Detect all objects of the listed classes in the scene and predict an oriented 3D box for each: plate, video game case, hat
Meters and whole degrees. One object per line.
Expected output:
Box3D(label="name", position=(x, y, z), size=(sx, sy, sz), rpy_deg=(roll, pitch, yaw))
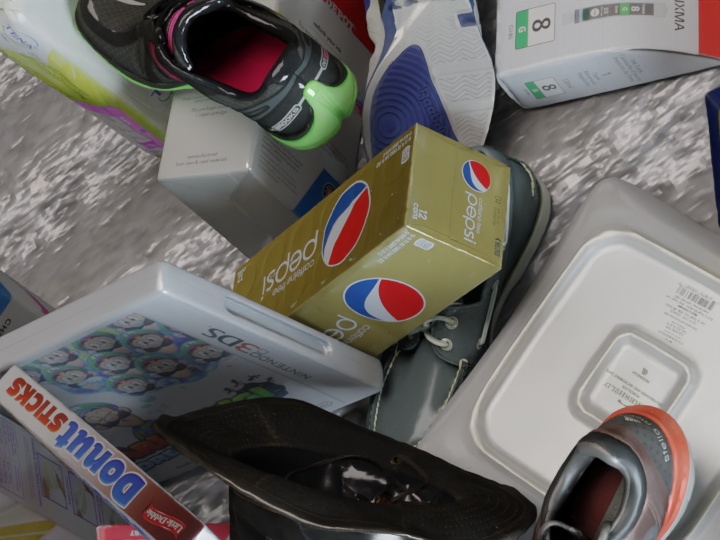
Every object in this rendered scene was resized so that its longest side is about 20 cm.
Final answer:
Box3D(label="plate", position=(0.148, 0.066, 1.237), size=(0.199, 0.032, 0.201), rpy_deg=(32, 83, 32))
Box3D(label="video game case", position=(-0.119, 0.065, 1.303), size=(0.199, 0.182, 0.024), rpy_deg=(-24, 57, 33))
Box3D(label="hat", position=(-0.015, 0.132, 1.192), size=(0.200, 0.200, 0.081), rpy_deg=(22, 105, 38))

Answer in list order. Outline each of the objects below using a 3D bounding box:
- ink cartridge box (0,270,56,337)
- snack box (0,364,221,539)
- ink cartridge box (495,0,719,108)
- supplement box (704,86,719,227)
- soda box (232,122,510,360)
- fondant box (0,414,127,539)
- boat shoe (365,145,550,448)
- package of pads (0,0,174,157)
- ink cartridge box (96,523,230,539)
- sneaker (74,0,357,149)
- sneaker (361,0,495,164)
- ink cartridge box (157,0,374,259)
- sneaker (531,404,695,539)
Box3D(label="ink cartridge box", position=(-0.237, 0.073, 1.385), size=(0.085, 0.200, 0.145), rpy_deg=(36, 87, 36))
Box3D(label="snack box", position=(-0.117, 0.112, 1.188), size=(0.024, 0.072, 0.200), rpy_deg=(-47, 40, -9))
Box3D(label="ink cartridge box", position=(0.176, -0.191, 1.367), size=(0.199, 0.050, 0.162), rpy_deg=(-12, 59, 29))
Box3D(label="supplement box", position=(0.268, -0.014, 1.155), size=(0.108, 0.110, 0.200), rpy_deg=(-26, 51, -8))
Box3D(label="soda box", position=(0.000, 0.000, 1.303), size=(0.200, 0.064, 0.068), rpy_deg=(-38, 37, 49))
Box3D(label="fondant box", position=(-0.222, 0.154, 1.329), size=(0.144, 0.200, 0.059), rpy_deg=(-27, 56, 17))
Box3D(label="boat shoe", position=(0.045, 0.022, 1.322), size=(0.072, 0.062, 0.201), rpy_deg=(16, 75, 33))
Box3D(label="package of pads", position=(-0.143, -0.171, 1.456), size=(0.068, 0.200, 0.155), rpy_deg=(11, 71, 44))
Box3D(label="ink cartridge box", position=(-0.066, 0.239, 1.221), size=(0.144, 0.084, 0.201), rpy_deg=(1, 58, -10))
Box3D(label="sneaker", position=(-0.088, -0.135, 1.326), size=(0.199, 0.084, 0.077), rpy_deg=(22, 76, 35))
Box3D(label="sneaker", position=(0.039, -0.151, 1.411), size=(0.080, 0.115, 0.201), rpy_deg=(-3, 93, 3))
Box3D(label="ink cartridge box", position=(-0.051, -0.121, 1.425), size=(0.067, 0.116, 0.201), rpy_deg=(-5, 62, 28))
Box3D(label="sneaker", position=(0.101, 0.162, 1.167), size=(0.077, 0.082, 0.201), rpy_deg=(19, 102, 33))
